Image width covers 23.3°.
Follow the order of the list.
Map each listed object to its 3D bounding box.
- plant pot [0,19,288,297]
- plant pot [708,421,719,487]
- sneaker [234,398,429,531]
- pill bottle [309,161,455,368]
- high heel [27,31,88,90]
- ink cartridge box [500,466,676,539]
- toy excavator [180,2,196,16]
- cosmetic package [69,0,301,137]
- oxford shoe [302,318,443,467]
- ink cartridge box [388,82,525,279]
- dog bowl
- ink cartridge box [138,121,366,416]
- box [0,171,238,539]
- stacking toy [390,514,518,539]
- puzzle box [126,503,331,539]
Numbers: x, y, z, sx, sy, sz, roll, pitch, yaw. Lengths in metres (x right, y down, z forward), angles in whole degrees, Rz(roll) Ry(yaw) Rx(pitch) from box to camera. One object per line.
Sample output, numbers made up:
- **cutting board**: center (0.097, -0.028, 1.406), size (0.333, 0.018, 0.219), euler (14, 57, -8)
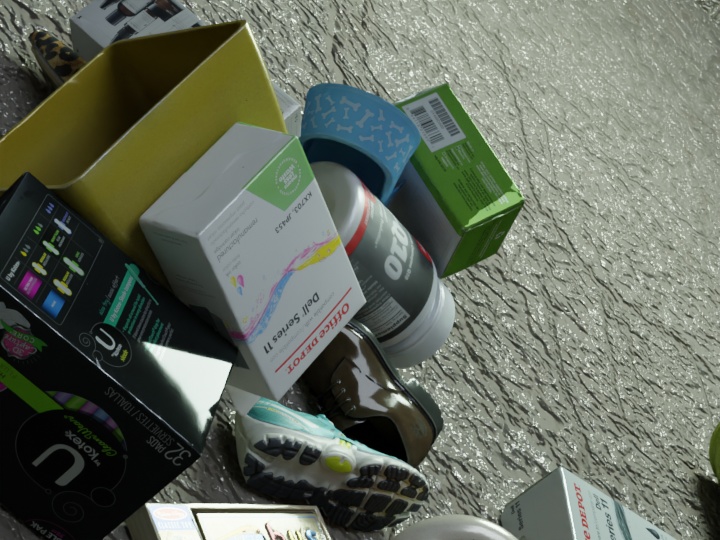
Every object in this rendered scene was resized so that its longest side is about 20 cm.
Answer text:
- **plant pot**: center (-0.159, -0.053, 1.336), size (0.200, 0.199, 0.177), euler (-47, 119, -29)
- **plant pot**: center (0.481, 0.274, 1.944), size (0.200, 0.200, 0.185), euler (39, 41, -19)
- **sneaker**: center (-0.021, 0.154, 1.451), size (0.199, 0.078, 0.080), euler (29, 25, -34)
- **pill bottle**: center (0.000, 0.000, 1.589), size (0.200, 0.113, 0.115), euler (44, 23, -45)
- **high heel**: center (-0.184, -0.173, 1.525), size (0.200, 0.143, 0.071), euler (44, -9, 11)
- **ink cartridge box**: center (0.234, 0.295, 1.635), size (0.199, 0.083, 0.147), euler (33, 31, -28)
- **toy excavator**: center (-0.141, -0.114, 1.603), size (0.194, 0.099, 0.202), euler (24, 50, -44)
- **cosmetic package**: center (-0.147, -0.162, 1.462), size (0.200, 0.051, 0.082), euler (41, 67, 17)
- **oxford shoe**: center (-0.014, 0.099, 1.531), size (0.200, 0.073, 0.085), euler (41, 40, -6)
- **ink cartridge box**: center (0.067, -0.061, 1.706), size (0.075, 0.200, 0.149), euler (-24, 70, -23)
- **dog bowl**: center (-0.012, -0.099, 1.593), size (0.111, 0.200, 0.050), euler (23, 68, 1)
- **ink cartridge box**: center (-0.068, 0.009, 1.271), size (0.117, 0.067, 0.201), euler (-48, 133, -29)
- **box**: center (-0.211, 0.066, 1.192), size (0.200, 0.148, 0.125), euler (41, 30, -16)
- **stacking toy**: center (0.059, 0.248, 1.404), size (0.146, 0.146, 0.200), euler (44, 0, -10)
- **puzzle box**: center (-0.078, 0.237, 1.310), size (0.199, 0.025, 0.134), euler (9, 47, -52)
